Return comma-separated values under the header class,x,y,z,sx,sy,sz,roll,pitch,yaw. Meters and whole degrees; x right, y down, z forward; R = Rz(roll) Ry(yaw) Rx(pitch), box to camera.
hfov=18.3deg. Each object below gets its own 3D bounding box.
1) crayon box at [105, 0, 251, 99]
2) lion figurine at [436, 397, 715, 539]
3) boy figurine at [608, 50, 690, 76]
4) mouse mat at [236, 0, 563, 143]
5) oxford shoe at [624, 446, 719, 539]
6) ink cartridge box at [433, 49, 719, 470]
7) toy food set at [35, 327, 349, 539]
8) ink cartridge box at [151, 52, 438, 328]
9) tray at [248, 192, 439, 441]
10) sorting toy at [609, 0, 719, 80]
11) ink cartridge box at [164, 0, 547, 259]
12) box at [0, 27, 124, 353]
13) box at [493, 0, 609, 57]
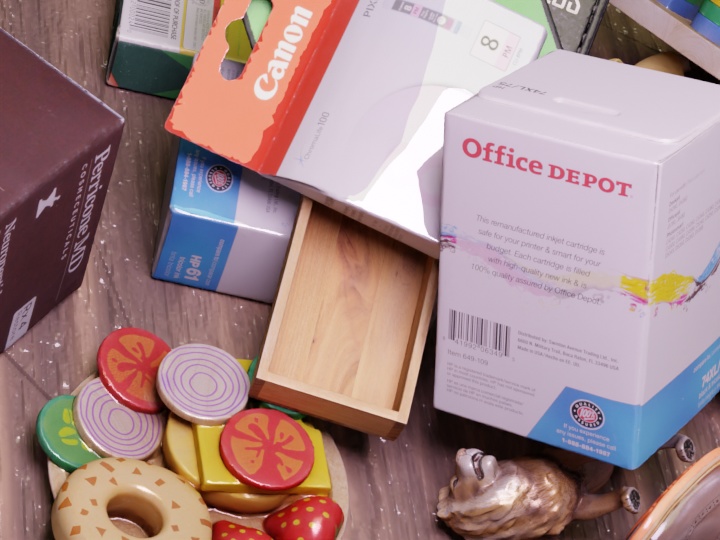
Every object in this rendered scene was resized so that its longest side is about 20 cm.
class,x,y,z,sx,sy,sz,roll,pitch,yaw
crayon box,-0.082,-0.175,1.648,0.198,0.051,0.128,12,46,-10
lion figurine,0.142,0.122,1.457,0.199,0.122,0.073,-22,94,-52
boy figurine,0.235,-0.114,1.672,0.199,0.064,0.125,18,60,-30
mouse mat,0.022,-0.173,1.466,0.198,0.008,0.162,-16,77,-7
oxford shoe,0.250,0.157,1.472,0.199,0.071,0.073,-25,67,-36
ink cartridge box,0.143,-0.012,1.383,0.146,0.202,0.146,16,28,29
toy food set,-0.101,0.120,1.381,0.198,0.049,0.199,3,49,-19
ink cartridge box,-0.032,-0.051,1.528,0.198,0.085,0.146,12,51,-8
tray,0.000,0.000,1.433,0.098,0.037,0.202,17,62,-6
sorting toy,0.291,-0.182,1.691,0.199,0.070,0.199,21,17,-41
ink cartridge box,-0.002,-0.121,1.422,0.199,0.057,0.164,26,76,-4
box,-0.278,-0.036,1.367,0.164,0.167,0.200,35,48,13
box,0.067,-0.193,1.523,0.198,0.086,0.165,22,74,3
